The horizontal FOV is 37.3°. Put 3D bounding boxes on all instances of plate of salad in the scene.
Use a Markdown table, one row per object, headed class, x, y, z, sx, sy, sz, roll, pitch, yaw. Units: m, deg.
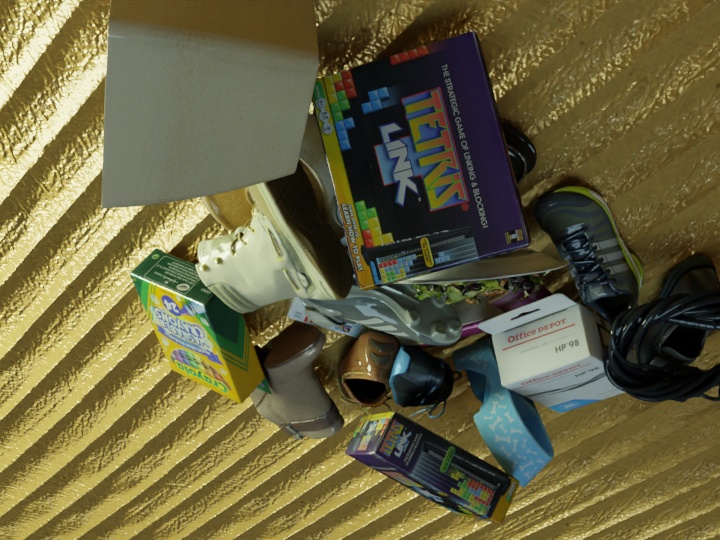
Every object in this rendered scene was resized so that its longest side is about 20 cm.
| class | x | y | z | sx | sy | sz | roll | pitch | yaw |
| --- | --- | --- | --- | --- | --- | --- | --- | --- | --- |
| plate of salad | 0.118 | 0.009 | 1.109 | 0.197 | 0.200 | 0.049 | -4 | 94 | 11 |

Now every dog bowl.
| class | x | y | z | sx | sy | sz | roll | pitch | yaw |
| --- | --- | --- | --- | --- | --- | --- | --- | --- | --- |
| dog bowl | 0.172 | 0.161 | 1.268 | 0.049 | 0.201 | 0.111 | -34 | 128 | 15 |

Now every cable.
| class | x | y | z | sx | sy | sz | roll | pitch | yaw |
| --- | --- | --- | --- | --- | --- | --- | --- | --- | --- |
| cable | 0.361 | 0.085 | 1.167 | 0.198 | 0.051 | 0.164 | 18 | 134 | -23 |

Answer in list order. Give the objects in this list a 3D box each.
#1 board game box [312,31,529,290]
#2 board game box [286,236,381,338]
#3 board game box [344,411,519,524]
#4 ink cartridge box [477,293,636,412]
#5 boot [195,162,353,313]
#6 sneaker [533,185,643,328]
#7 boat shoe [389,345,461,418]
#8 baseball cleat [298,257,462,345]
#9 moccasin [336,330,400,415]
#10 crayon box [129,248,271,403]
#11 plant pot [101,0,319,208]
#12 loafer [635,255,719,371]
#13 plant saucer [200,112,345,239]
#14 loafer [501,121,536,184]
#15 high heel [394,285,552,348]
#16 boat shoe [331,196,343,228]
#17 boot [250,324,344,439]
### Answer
| class | x | y | z | sx | sy | sz | roll | pitch | yaw |
| --- | --- | --- | --- | --- | --- | --- | --- | --- | --- |
| board game box | 0.056 | -0.100 | 0.998 | 0.163 | 0.057 | 0.203 | -15 | 89 | 13 |
| board game box | 0.000 | 0.000 | 1.233 | 0.125 | 0.035 | 0.201 | 16 | 136 | -9 |
| board game box | 0.077 | 0.230 | 1.249 | 0.164 | 0.057 | 0.200 | 28 | 167 | -4 |
| ink cartridge box | 0.232 | 0.100 | 1.236 | 0.115 | 0.068 | 0.199 | -23 | 150 | 28 |
| boot | -0.113 | -0.042 | 1.102 | 0.153 | 0.072 | 0.201 | -10 | 124 | 32 |
| sneaker | 0.252 | -0.013 | 1.152 | 0.073 | 0.082 | 0.200 | -26 | 127 | 30 |
| boat shoe | 0.079 | 0.141 | 1.281 | 0.068 | 0.085 | 0.200 | 17 | 178 | 12 |
| baseball cleat | 0.015 | 0.039 | 1.210 | 0.198 | 0.070 | 0.107 | 27 | 146 | -11 |
| moccasin | 0.010 | 0.139 | 1.320 | 0.073 | 0.079 | 0.202 | 14 | 159 | -10 |
| crayon box | -0.189 | 0.079 | 1.284 | 0.125 | 0.052 | 0.202 | 20 | 142 | 33 |
| plant pot | -0.135 | -0.185 | 0.956 | 0.174 | 0.202 | 0.201 | 5 | 138 | -12 |
| loafer | 0.368 | 0.074 | 1.232 | 0.071 | 0.063 | 0.202 | -8 | 137 | -11 |
| plant saucer | -0.096 | -0.087 | 1.127 | 0.197 | 0.036 | 0.202 | 11 | 133 | 12 |
| loafer | 0.080 | -0.111 | 1.080 | 0.197 | 0.072 | 0.074 | 7 | 137 | 1 |
| high heel | 0.132 | 0.056 | 1.266 | 0.199 | 0.068 | 0.095 | -31 | 141 | 32 |
| boat shoe | 0.071 | -0.057 | 1.104 | 0.197 | 0.068 | 0.076 | 3 | 109 | -20 |
| boot | -0.070 | 0.149 | 1.354 | 0.199 | 0.070 | 0.147 | -17 | 118 | 51 |
